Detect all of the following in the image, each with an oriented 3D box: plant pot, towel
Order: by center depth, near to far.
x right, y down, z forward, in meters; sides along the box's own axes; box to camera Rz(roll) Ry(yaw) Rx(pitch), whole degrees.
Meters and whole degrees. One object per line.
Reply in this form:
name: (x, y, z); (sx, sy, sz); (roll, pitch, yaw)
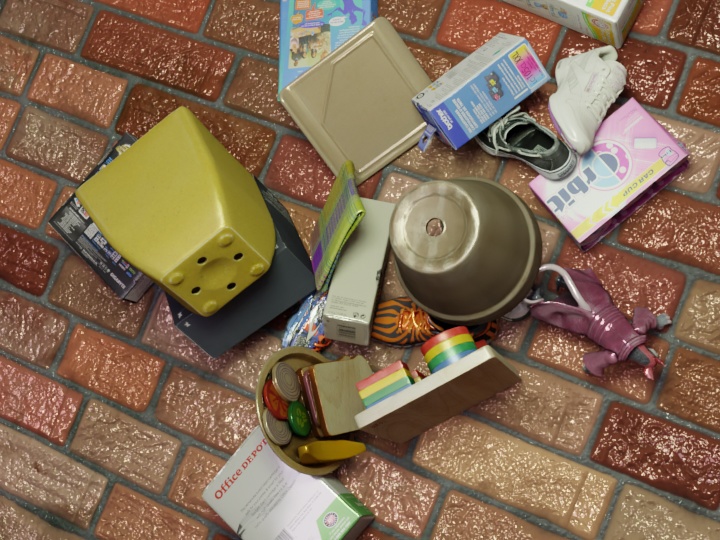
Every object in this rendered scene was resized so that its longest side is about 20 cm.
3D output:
plant pot: (0.120, -0.039, 1.405); (0.200, 0.174, 0.200); (-4, 78, 19)
plant pot: (-0.228, -0.057, 1.481); (0.194, 0.196, 0.200); (-38, 49, 4)
towel: (-0.034, -0.067, 1.565); (0.023, 0.200, 0.144); (21, 110, -14)

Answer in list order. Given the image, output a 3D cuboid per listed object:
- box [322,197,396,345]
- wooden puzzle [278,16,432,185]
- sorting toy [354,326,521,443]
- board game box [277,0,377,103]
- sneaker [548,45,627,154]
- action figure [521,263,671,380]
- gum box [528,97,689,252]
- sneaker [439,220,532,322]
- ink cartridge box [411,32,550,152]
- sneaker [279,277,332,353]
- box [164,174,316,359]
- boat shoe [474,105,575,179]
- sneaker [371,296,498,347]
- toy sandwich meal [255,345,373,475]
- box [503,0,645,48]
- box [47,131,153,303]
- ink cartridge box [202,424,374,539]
box: (0.000, 0.000, 1.570); (0.068, 0.082, 0.200); (11, 63, 6)
wooden puzzle: (0.007, -0.249, 1.643); (0.200, 0.037, 0.185); (-36, 104, 5)
sorting toy: (0.099, 0.150, 1.484); (0.199, 0.200, 0.070); (-29, 68, 9)
board game box: (-0.050, -0.359, 1.710); (0.152, 0.045, 0.200); (-2, 79, 16)
sneaker: (0.315, -0.244, 1.514); (0.100, 0.075, 0.200); (-21, 39, 32)
action figure: (0.330, 0.065, 1.467); (0.134, 0.149, 0.200); (-47, 57, -3)
gum box: (0.351, -0.136, 1.534); (0.200, 0.066, 0.114); (-40, 70, 6)
sneaker: (0.166, -0.017, 1.541); (0.076, 0.115, 0.201); (-37, 72, 7)
ink cartridge box: (0.156, -0.249, 1.566); (0.200, 0.136, 0.076); (-35, 107, 3)
sneaker: (-0.063, 0.084, 1.614); (0.078, 0.075, 0.200); (16, 86, 16)
box: (-0.187, -0.006, 1.616); (0.200, 0.104, 0.182); (-35, 44, 8)
boat shoe: (0.217, -0.192, 1.549); (0.074, 0.068, 0.199); (-46, 43, 2)
sneaker: (0.089, 0.065, 1.549); (0.200, 0.112, 0.078); (-2, 78, 17)
toy sandwich meal: (-0.056, 0.190, 1.529); (0.070, 0.205, 0.205); (-25, 71, 40)
box: (0.309, -0.421, 1.585); (0.200, 0.101, 0.113); (29, 89, 20)
box: (-0.368, -0.085, 1.750); (0.200, 0.050, 0.199); (42, 92, 20)
ink cartridge box: (-0.104, 0.336, 1.568); (0.200, 0.084, 0.146); (42, 93, 20)
